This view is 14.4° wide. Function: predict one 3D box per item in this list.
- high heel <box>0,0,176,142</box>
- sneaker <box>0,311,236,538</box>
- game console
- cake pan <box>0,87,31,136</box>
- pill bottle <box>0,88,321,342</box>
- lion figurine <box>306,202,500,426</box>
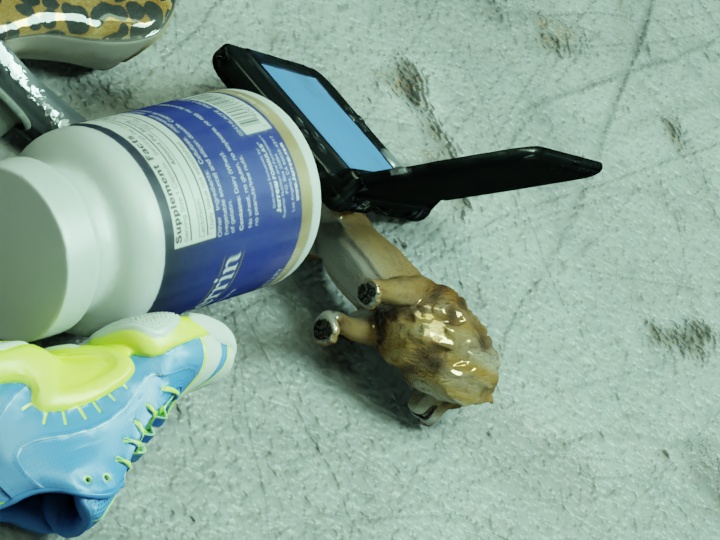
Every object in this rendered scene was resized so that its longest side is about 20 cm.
[{"bbox_3d":[-0.183,-0.169,1.648,0.142,0.071,0.200,41,45,-17],"label":"high heel"},{"bbox_3d":[-0.138,0.085,1.464,0.199,0.076,0.105,-9,72,-38],"label":"sneaker"},{"bbox_3d":[0.030,-0.092,1.681,0.176,0.116,0.200,50,11,12],"label":"game console"},{"bbox_3d":[-0.261,-0.123,1.481,0.200,0.037,0.200,37,-7,5],"label":"cake pan"},{"bbox_3d":[-0.124,-0.028,1.539,0.200,0.116,0.116,-18,67,-49],"label":"pill bottle"},{"bbox_3d":[0.000,0.000,1.663,0.122,0.072,0.200,8,42,-54],"label":"lion figurine"}]
